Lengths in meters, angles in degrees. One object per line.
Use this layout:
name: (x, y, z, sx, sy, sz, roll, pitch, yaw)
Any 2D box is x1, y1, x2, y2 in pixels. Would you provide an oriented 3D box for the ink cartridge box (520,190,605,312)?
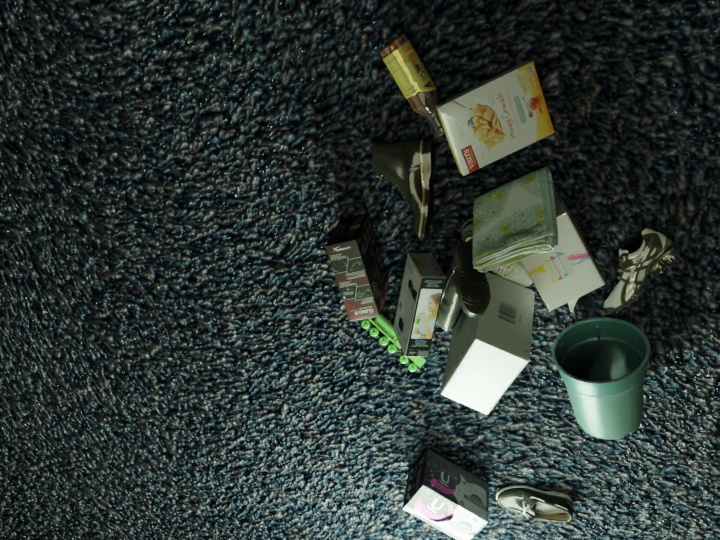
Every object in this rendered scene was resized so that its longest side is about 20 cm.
ink cartridge box: (0.403, -0.030, 1.262, 0.124, 0.129, 0.202, -28, 107, 22)

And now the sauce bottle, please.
sauce bottle: (0.113, -0.359, 1.204, 0.065, 0.066, 0.202, -28, 110, 23)

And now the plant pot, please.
plant pot: (0.531, 0.245, 1.343, 0.195, 0.202, 0.200, -10, 121, 17)

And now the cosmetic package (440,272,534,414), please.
cosmetic package: (0.271, 0.155, 1.318, 0.120, 0.201, 0.203, 21, 133, 1)

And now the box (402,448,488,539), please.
box: (0.225, 0.588, 1.601, 0.197, 0.133, 0.116, 29, 120, -4)

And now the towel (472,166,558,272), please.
towel: (0.297, -0.100, 1.200, 0.168, 0.203, 0.048, -19, 133, 32)

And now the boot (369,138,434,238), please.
boot: (0.086, -0.176, 1.300, 0.134, 0.077, 0.206, 4, 104, 15)

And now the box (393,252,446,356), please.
box: (0.129, 0.076, 1.373, 0.058, 0.117, 0.205, 3, 118, -14)

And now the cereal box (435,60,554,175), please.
cereal box: (0.260, -0.292, 1.189, 0.196, 0.040, 0.146, -25, 110, 5)

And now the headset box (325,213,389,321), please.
headset box: (0.000, 0.000, 1.354, 0.075, 0.150, 0.204, -9, 114, 17)

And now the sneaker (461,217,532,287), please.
sneaker: (0.292, -0.024, 1.318, 0.198, 0.081, 0.077, 37, 116, -9)

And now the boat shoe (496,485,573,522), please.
boat shoe: (0.454, 0.614, 1.605, 0.194, 0.061, 0.076, 6, 118, 10)

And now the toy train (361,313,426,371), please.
toy train: (0.080, 0.164, 1.480, 0.200, 0.042, 0.056, 44, 107, -10)

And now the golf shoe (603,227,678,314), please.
golf shoe: (0.562, 0.000, 1.283, 0.094, 0.077, 0.202, 39, 117, 11)

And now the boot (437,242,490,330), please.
boot: (0.202, 0.066, 1.295, 0.071, 0.185, 0.202, 11, 140, -11)
